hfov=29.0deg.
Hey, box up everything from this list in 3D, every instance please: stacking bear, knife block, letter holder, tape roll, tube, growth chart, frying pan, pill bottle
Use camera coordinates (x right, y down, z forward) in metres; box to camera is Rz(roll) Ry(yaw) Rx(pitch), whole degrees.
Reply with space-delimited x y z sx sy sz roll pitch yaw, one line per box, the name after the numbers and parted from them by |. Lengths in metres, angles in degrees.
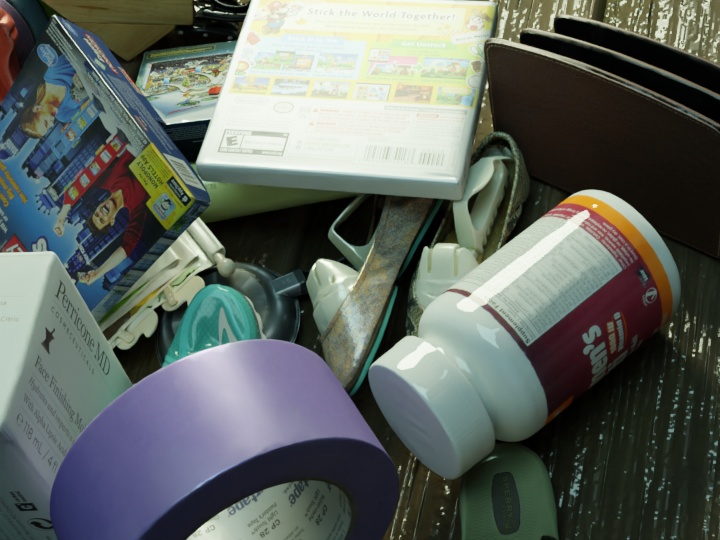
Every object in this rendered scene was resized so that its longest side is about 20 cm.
-0.308 -0.246 1.249 0.113 0.122 0.201 12 48 14 | stacking bear
-0.175 -0.267 1.190 0.175 0.199 0.064 -30 46 29 | knife block
0.200 -0.122 1.009 0.199 0.143 0.101 27 64 29 | letter holder
-0.081 0.144 0.844 0.199 0.201 0.085 -30 54 -9 | tape roll
-0.037 -0.078 1.096 0.198 0.052 0.059 -11 89 2 | tube
-0.200 0.013 1.063 0.199 0.018 0.145 -33 52 0 | growth chart
-0.065 0.033 1.033 0.188 0.031 0.116 -10 54 10 | frying pan
0.108 0.042 0.920 0.199 0.110 0.109 -36 54 -20 | pill bottle

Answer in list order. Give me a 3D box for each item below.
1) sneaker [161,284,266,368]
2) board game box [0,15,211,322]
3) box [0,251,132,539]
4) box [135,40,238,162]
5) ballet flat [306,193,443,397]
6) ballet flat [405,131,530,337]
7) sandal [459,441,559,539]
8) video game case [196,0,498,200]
-0.117 0.097 0.950 0.077 0.080 0.202 8 64 15 | sneaker
-0.227 -0.048 1.044 0.200 0.062 0.200 -45 66 13 | board game box
-0.272 0.097 0.924 0.198 0.200 0.132 -1 54 12 | box
-0.084 -0.143 1.125 0.198 0.038 0.137 -6 34 5 | box
0.000 0.000 1.008 0.067 0.068 0.201 28 56 -5 | ballet flat
0.075 -0.020 1.005 0.067 0.076 0.201 10 58 19 | ballet flat
0.096 0.185 0.856 0.079 0.058 0.202 -10 48 -1 | sandal
-0.007 -0.135 1.045 0.198 0.023 0.183 5 55 14 | video game case
